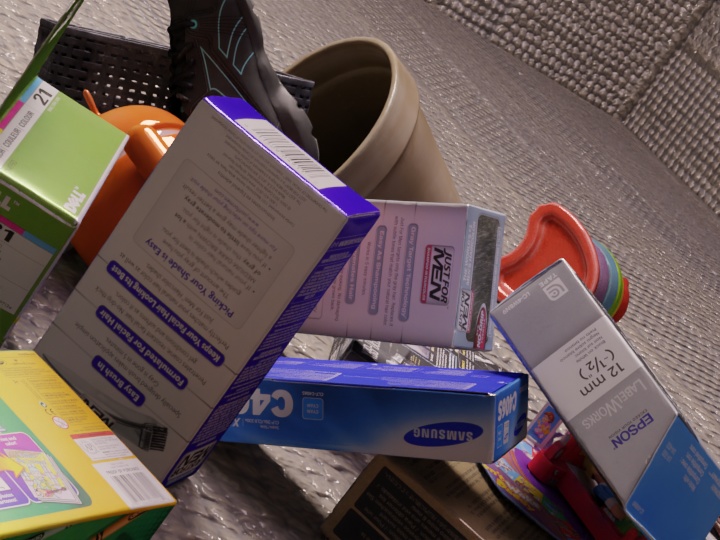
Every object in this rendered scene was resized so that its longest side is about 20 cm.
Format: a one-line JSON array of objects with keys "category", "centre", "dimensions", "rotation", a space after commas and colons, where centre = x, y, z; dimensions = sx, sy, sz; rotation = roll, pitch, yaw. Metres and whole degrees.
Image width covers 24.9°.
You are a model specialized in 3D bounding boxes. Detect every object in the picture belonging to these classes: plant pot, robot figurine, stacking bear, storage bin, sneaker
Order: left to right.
[{"category": "robot figurine", "centre": [-0.134, -0.029, 1.103], "dimensions": [0.200, 0.117, 0.144], "rotation": [50, 14, 18]}, {"category": "storage bin", "centre": [-0.150, -0.125, 1.249], "dimensions": [0.199, 0.094, 0.135], "rotation": [11, 7, -21]}, {"category": "sneaker", "centre": [-0.102, -0.142, 1.146], "dimensions": [0.201, 0.079, 0.075], "rotation": [63, -19, -7]}, {"category": "plant pot", "centre": [-0.001, -0.076, 1.443], "dimensions": [0.174, 0.200, 0.200], "rotation": [45, 8, -35]}, {"category": "stacking bear", "centre": [0.241, 0.016, 1.805], "dimensions": [0.114, 0.122, 0.200], "rotation": [42, 9, 26]}]

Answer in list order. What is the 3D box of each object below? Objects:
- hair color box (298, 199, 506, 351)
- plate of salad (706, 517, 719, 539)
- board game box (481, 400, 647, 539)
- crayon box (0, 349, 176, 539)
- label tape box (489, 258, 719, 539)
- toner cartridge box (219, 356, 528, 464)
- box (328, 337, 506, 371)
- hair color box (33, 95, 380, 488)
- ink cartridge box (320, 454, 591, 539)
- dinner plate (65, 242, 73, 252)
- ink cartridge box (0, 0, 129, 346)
[{"category": "hair color box", "centre": [0.000, 0.000, 1.170], "dimensions": [0.199, 0.099, 0.061], "rotation": [4, -3, 34]}, {"category": "plate of salad", "centre": [0.359, 0.236, 1.530], "dimensions": [0.200, 0.048, 0.200], "rotation": [33, 17, -11]}, {"category": "board game box", "centre": [0.164, 0.152, 1.093], "dimensions": [0.200, 0.039, 0.158], "rotation": [39, 15, 4]}, {"category": "crayon box", "centre": [-0.189, 0.097, 0.746], "dimensions": [0.119, 0.058, 0.200], "rotation": [43, 17, 21]}, {"category": "label tape box", "centre": [0.175, 0.105, 1.013], "dimensions": [0.200, 0.066, 0.143], "rotation": [55, 6, 36]}, {"category": "toner cartridge box", "centre": [-0.004, 0.083, 1.003], "dimensions": [0.199, 0.043, 0.095], "rotation": [3, 6, 18]}, {"category": "box", "centre": [0.051, 0.093, 1.278], "dimensions": [0.157, 0.050, 0.200], "rotation": [35, 16, -6]}, {"category": "hair color box", "centre": [-0.092, 0.014, 0.924], "dimensions": [0.109, 0.200, 0.065], "rotation": [40, 14, 12]}, {"category": "ink cartridge box", "centre": [0.084, 0.176, 1.067], "dimensions": [0.165, 0.075, 0.200], "rotation": [42, 16, 12]}, {"category": "dinner plate", "centre": [-0.277, -0.080, 1.126], "dimensions": [0.200, 0.024, 0.200], "rotation": [33, 17, -12]}, {"category": "ink cartridge box", "centre": [-0.180, -0.074, 0.962], "dimensions": [0.076, 0.200, 0.148], "rotation": [33, 23, -10]}]
